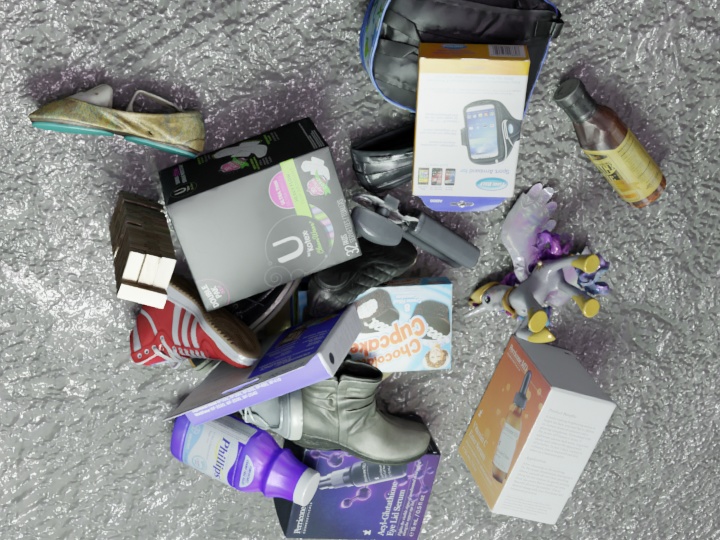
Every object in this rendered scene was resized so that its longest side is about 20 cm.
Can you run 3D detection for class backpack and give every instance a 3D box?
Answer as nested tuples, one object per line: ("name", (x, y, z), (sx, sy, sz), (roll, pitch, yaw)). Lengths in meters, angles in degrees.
("backpack", (0.101, -0.265, 1.265), (0.198, 0.147, 0.184), (11, 117, -17))

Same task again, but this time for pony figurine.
("pony figurine", (0.237, 0.008, 1.428), (0.193, 0.200, 0.167), (-45, 112, -9))

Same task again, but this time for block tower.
("block tower", (-0.249, -0.028, 1.250), (0.054, 0.200, 0.058), (14, 110, -21))

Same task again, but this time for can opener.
("can opener", (0.065, -0.040, 1.396), (0.199, 0.053, 0.067), (30, 74, -32))

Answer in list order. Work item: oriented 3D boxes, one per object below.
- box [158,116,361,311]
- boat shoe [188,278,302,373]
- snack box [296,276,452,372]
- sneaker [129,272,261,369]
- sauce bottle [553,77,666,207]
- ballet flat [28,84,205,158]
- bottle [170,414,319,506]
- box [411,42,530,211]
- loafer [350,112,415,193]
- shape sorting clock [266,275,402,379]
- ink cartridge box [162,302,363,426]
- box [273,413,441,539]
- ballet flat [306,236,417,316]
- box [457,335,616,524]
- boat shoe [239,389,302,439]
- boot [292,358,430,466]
("box", (-0.121, -0.068, 1.310), (0.199, 0.124, 0.149), (-20, 117, -5))
("boat shoe", (-0.150, 0.049, 1.382), (0.200, 0.075, 0.062), (-39, 100, 15))
("snack box", (0.018, 0.072, 1.415), (0.198, 0.037, 0.117), (-3, 106, -8))
("sneaker", (-0.204, 0.092, 1.324), (0.071, 0.200, 0.113), (18, 103, -50))
("sauce bottle", (0.319, -0.166, 1.422), (0.066, 0.066, 0.200), (-43, 115, 7))
("ballet flat", (-0.274, -0.177, 1.258), (0.198, 0.071, 0.071), (10, 112, -18))
("bottle", (-0.149, 0.242, 1.424), (0.199, 0.065, 0.084), (23, 115, 17))
("box", (0.119, -0.156, 1.230), (0.118, 0.042, 0.201), (2, 131, 0))
("loafer", (0.083, -0.163, 1.353), (0.199, 0.068, 0.071), (-24, 128, 0))
("shape sorting clock", (-0.025, 0.070, 1.449), (0.198, 0.039, 0.202), (-2, 105, -8))
("ink cartridge box", (-0.109, 0.121, 1.299), (0.197, 0.200, 0.044), (-22, 100, 22))
("box", (-0.008, 0.282, 1.517), (0.198, 0.104, 0.149), (4, 114, -17))
("ballet flat", (0.000, 0.000, 1.375), (0.199, 0.066, 0.057), (-25, 151, -46))
("box", (0.239, 0.220, 1.528), (0.106, 0.152, 0.201), (15, 109, -20))
("boat shoe", (-0.120, 0.173, 1.384), (0.071, 0.201, 0.071), (-1, 91, -17))
("boot", (0.009, 0.178, 1.407), (0.198, 0.068, 0.131), (10, 128, -12))
